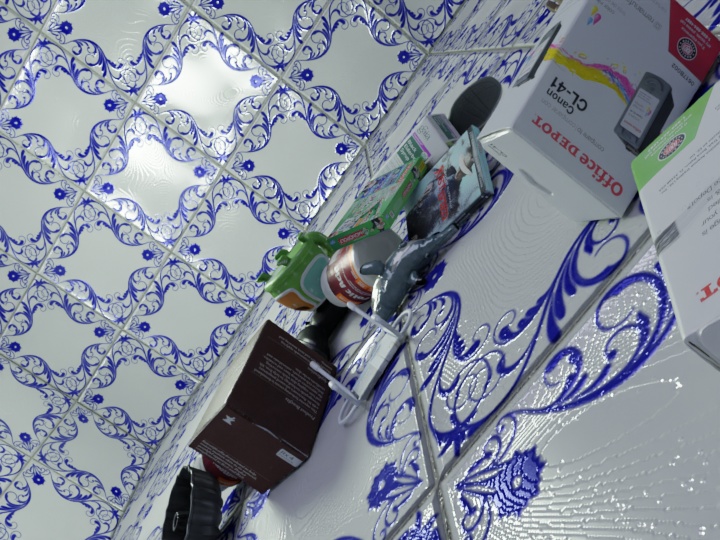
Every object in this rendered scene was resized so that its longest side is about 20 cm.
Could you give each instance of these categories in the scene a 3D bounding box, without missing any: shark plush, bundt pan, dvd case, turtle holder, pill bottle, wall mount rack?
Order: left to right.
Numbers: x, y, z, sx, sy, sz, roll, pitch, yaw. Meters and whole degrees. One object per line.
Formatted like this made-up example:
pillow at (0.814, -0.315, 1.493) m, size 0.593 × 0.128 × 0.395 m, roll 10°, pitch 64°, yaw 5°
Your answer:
bundt pan at (-0.314, 0.477, 1.182) m, size 0.202 × 0.074 × 0.206 m, roll -45°, pitch 37°, yaw 48°
pill bottle at (-0.256, 0.366, 1.264) m, size 0.200 × 0.108 × 0.111 m, roll -47°, pitch 14°, yaw 37°
turtle holder at (-0.121, 0.004, 1.340) m, size 0.140 × 0.132 × 0.187 m, roll -40°, pitch 13°, yaw 28°
wall mount rack at (-0.006, 0.126, 0.967) m, size 0.202 × 0.074 × 0.174 m, roll -57°, pitch 11°, yaw -6°
pill bottle at (0.000, 0.000, 1.187) m, size 0.116 × 0.113 × 0.199 m, roll -61°, pitch 12°, yaw -26°
shark plush at (0.091, 0.002, 1.020) m, size 0.198 × 0.091 × 0.084 m, roll -35°, pitch 41°, yaw 18°
dvd case at (0.141, -0.124, 1.051) m, size 0.200 × 0.022 × 0.149 m, roll -44°, pitch 38°, yaw 42°

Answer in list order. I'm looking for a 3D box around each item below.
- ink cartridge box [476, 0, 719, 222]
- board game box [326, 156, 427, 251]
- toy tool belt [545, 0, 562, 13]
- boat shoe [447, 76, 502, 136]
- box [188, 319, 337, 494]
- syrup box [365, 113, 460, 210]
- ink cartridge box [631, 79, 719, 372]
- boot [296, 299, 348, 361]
ink cartridge box at (0.232, -0.172, 0.614) m, size 0.203 × 0.146 × 0.086 m, roll -58°, pitch 11°, yaw -6°
board game box at (0.032, -0.121, 1.123) m, size 0.133 × 0.029 × 0.201 m, roll -20°, pitch 26°, yaw 39°
toy tool belt at (0.329, -0.400, 0.891) m, size 0.127 × 0.122 × 0.199 m, roll -59°, pitch 12°, yaw -21°
boat shoe at (0.206, -0.283, 1.216) m, size 0.064 × 0.074 × 0.204 m, roll -23°, pitch -30°, yaw -56°
box at (-0.166, 0.236, 1.101) m, size 0.164 × 0.164 × 0.202 m, roll -45°, pitch 15°, yaw 38°
syrup box at (0.106, -0.203, 1.218) m, size 0.081 × 0.079 × 0.200 m, roll -23°, pitch -17°, yaw -50°
ink cartridge box at (0.247, -0.042, 0.353) m, size 0.146 × 0.083 × 0.202 m, roll -48°, pitch 14°, yaw 36°
boot at (-0.071, 0.112, 1.305) m, size 0.164 × 0.073 × 0.198 m, roll -53°, pitch 12°, yaw -15°
